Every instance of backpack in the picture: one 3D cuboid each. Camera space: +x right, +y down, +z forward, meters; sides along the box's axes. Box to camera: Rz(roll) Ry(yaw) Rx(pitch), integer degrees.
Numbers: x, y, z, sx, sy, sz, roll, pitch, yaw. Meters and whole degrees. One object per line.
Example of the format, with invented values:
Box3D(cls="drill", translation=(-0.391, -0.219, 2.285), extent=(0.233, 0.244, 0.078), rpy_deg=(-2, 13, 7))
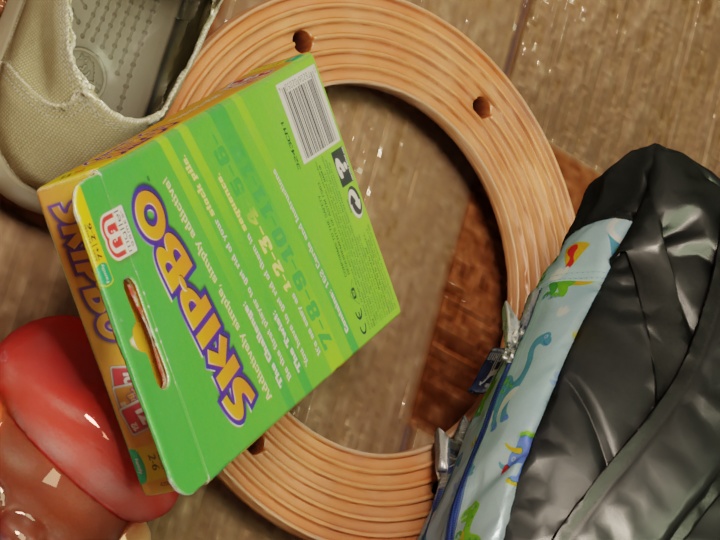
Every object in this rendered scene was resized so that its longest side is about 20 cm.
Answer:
Box3D(cls="backpack", translation=(0.097, 0.087, 0.976), extent=(0.163, 0.154, 0.200), rpy_deg=(37, 44, -15))

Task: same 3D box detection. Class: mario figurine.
Box3D(cls="mario figurine", translation=(-0.130, 0.100, 0.867), extent=(0.106, 0.123, 0.200), rpy_deg=(26, 68, 15))

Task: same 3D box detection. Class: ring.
Box3D(cls="ring", translation=(0.000, 0.000, 1.009), extent=(0.200, 0.019, 0.201), rpy_deg=(8, 77, -38))

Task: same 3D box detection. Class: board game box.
Box3D(cls="board game box", translation=(-0.041, -0.002, 0.888), extent=(0.200, 0.030, 0.096), rpy_deg=(-41, 113, -69))

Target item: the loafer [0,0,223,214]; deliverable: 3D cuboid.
Box3D(cls="loafer", translation=(-0.069, -0.114, 0.942), extent=(0.076, 0.068, 0.200), rpy_deg=(23, 68, -33))
